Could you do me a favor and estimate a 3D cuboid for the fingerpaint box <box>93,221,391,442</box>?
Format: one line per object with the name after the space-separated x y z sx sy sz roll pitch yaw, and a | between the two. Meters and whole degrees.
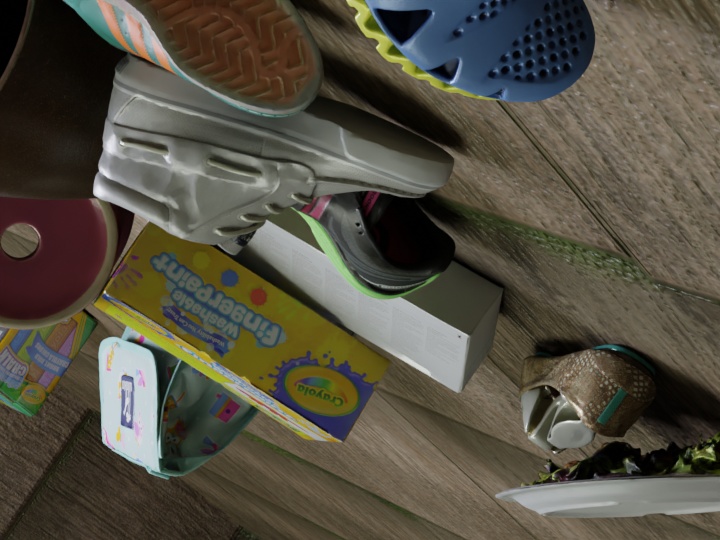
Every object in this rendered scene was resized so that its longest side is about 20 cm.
-0.091 0.044 1.462 0.200 0.073 0.167 33 171 -6 | fingerpaint box

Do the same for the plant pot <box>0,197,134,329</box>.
-0.254 -0.042 1.454 0.200 0.200 0.179 39 -179 -23 | plant pot

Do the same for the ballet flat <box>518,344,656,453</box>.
0.141 0.091 1.361 0.071 0.065 0.200 34 168 -3 | ballet flat

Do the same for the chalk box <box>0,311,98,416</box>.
-0.467 0.105 2.604 0.124 0.200 0.124 22 163 43 | chalk box

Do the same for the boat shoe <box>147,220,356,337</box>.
-0.086 -0.007 1.560 0.200 0.071 0.070 39 171 5 | boat shoe

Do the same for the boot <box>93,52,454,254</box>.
-0.052 -0.054 1.135 0.200 0.096 0.074 18 -165 7 | boot

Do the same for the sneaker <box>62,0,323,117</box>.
-0.100 -0.145 1.088 0.200 0.071 0.080 35 174 12 | sneaker

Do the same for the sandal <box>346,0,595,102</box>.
0.026 -0.137 0.781 0.200 0.080 0.087 39 163 -28 | sandal

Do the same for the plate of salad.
0.190 0.138 1.335 0.200 0.048 0.200 -2 170 0 | plate of salad

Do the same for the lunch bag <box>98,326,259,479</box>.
-0.149 0.086 1.752 0.122 0.200 0.170 39 167 -23 | lunch bag

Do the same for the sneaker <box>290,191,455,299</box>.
-0.016 -0.058 1.215 0.200 0.077 0.084 38 149 -30 | sneaker

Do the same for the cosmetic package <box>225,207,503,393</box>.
0.000 0.000 1.375 0.200 0.051 0.083 30 154 15 | cosmetic package

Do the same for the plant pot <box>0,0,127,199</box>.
-0.207 -0.120 1.243 0.187 0.187 0.200 24 178 38 | plant pot
